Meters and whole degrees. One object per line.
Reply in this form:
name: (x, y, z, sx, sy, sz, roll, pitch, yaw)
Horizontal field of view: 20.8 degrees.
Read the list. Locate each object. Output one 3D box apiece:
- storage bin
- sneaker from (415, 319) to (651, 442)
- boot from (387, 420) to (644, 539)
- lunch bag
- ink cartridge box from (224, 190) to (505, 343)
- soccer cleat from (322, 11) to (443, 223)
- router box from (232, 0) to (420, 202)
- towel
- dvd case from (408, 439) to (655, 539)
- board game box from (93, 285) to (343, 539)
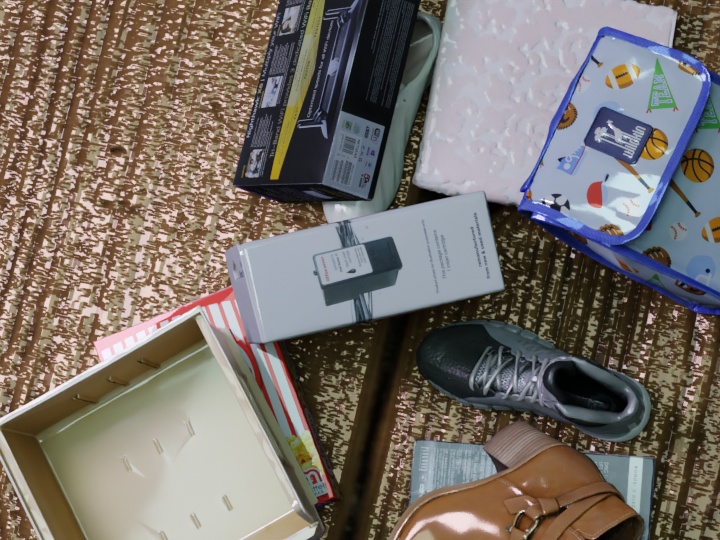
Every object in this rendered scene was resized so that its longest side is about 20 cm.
storage bin: (-0.160, 0.168, 1.581, 0.200, 0.094, 0.199, -29, 77, 4)
sneaker: (0.137, 0.081, 1.580, 0.199, 0.115, 0.075, 14, 84, 11)
boot: (0.116, 0.223, 1.536, 0.200, 0.077, 0.155, -41, 41, -10)
lunch bag: (0.241, -0.077, 1.555, 0.200, 0.124, 0.170, 28, 83, -12)
ink cartridge box: (0.000, 0.000, 1.574, 0.199, 0.147, 0.083, -12, 90, -8)
soccer cleat: (0.016, -0.127, 1.654, 0.069, 0.078, 0.200, 22, 86, 12)
router box: (-0.027, -0.158, 1.630, 0.052, 0.157, 0.201, 18, 83, -30)
towel: (0.155, -0.142, 1.633, 0.199, 0.032, 0.192, 10, 81, -4)
dvd case: (0.137, 0.220, 1.609, 0.199, 0.016, 0.149, 3, 81, 11)
board game box: (-0.120, 0.126, 1.652, 0.151, 0.046, 0.200, -23, 78, 5)
